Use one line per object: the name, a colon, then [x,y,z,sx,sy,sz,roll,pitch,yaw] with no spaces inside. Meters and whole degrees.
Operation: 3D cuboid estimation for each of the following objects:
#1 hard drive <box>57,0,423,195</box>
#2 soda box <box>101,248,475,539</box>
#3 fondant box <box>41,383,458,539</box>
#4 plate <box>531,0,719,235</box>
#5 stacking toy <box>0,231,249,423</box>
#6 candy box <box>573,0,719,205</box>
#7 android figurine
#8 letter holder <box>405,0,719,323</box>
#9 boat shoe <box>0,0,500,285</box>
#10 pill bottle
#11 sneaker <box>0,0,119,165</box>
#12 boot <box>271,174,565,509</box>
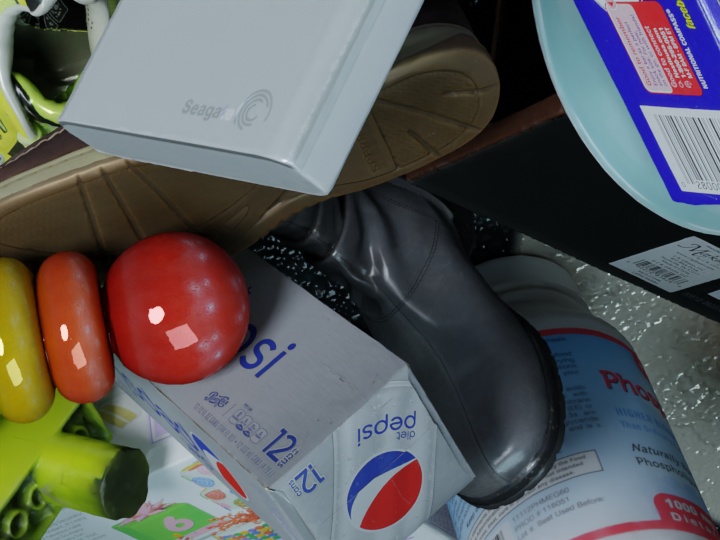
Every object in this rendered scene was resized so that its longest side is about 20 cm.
hard drive: [-0.014,-0.125,0.636,0.026,0.132,0.201,35,76,-39]
soda box: [-0.045,0.039,0.745,0.068,0.200,0.064,-41,127,-13]
fondant box: [-0.056,0.106,0.913,0.144,0.059,0.200,-23,147,22]
plate: [0.149,-0.114,0.746,0.199,0.201,0.026,21,167,-32]
stacking toy: [-0.137,0.030,0.683,0.199,0.086,0.086,-9,134,-5]
candy box: [0.162,-0.147,0.684,0.200,0.077,0.170,-40,115,-21]
android figurine: [-0.190,0.093,0.824,0.199,0.182,0.041,12,143,33]
letter holder: [0.134,-0.079,0.827,0.199,0.143,0.100,22,154,-31]
boat shoe: [-0.051,-0.057,0.716,0.199,0.072,0.072,-22,142,3]
pill bottle: [0.090,0.089,0.884,0.108,0.201,0.109,-8,134,-9]
sneaker: [-0.130,-0.063,0.764,0.075,0.077,0.201,-8,136,-12]
boot: [0.000,0.000,0.778,0.070,0.200,0.131,-43,133,17]
